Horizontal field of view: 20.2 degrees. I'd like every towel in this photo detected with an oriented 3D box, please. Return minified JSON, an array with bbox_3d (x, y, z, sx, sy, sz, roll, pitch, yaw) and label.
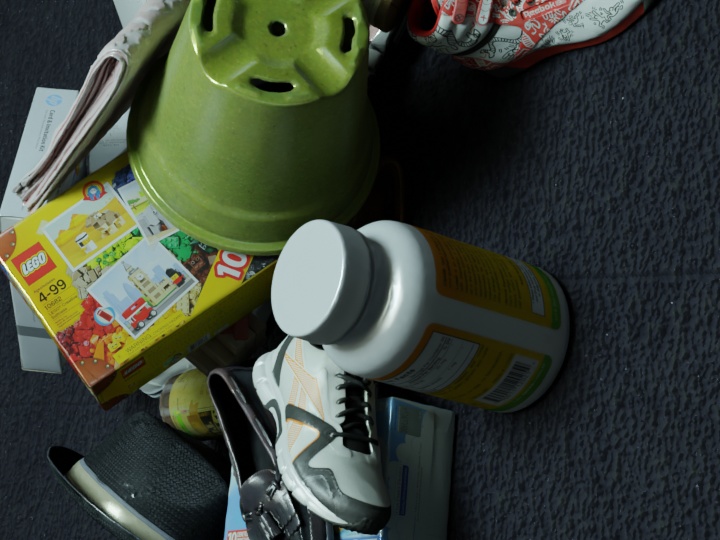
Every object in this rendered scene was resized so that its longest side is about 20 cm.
[{"bbox_3d":[-0.188,-0.156,1.596,0.191,0.032,0.200,-48,7,39],"label":"towel"}]

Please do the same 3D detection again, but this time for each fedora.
[{"bbox_3d":[-0.160,0.179,1.658,0.092,0.201,0.201,-54,37,-1],"label":"fedora"}]

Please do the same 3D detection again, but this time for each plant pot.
[{"bbox_3d":[-0.070,-0.138,1.504,0.184,0.200,0.200,111,160,-66],"label":"plant pot"}]

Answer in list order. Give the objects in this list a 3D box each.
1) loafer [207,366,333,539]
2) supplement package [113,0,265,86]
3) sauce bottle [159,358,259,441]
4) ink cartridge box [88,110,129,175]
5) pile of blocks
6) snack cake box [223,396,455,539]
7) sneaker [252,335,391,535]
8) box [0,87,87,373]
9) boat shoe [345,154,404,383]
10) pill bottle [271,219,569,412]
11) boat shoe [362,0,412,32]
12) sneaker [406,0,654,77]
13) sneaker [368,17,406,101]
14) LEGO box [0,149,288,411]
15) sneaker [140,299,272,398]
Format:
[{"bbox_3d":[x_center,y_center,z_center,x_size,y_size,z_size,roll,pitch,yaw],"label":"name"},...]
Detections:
[{"bbox_3d":[-0.074,0.156,1.520,0.072,0.063,0.200,-46,43,32],"label":"loafer"},{"bbox_3d":[-0.149,-0.254,1.750,0.121,0.120,0.200,29,140,65],"label":"supplement package"},{"bbox_3d":[-0.090,0.104,1.674,0.200,0.065,0.065,-14,66,52],"label":"sauce bottle"},{"bbox_3d":[-0.216,-0.035,1.806,0.200,0.050,0.161,-106,13,-57],"label":"ink cartridge box"},{"bbox_3d":[-0.143,-0.007,1.662,0.062,0.082,0.200,104,145,-58],"label":"pile of blocks"},{"bbox_3d":[-0.019,0.168,1.553,0.200,0.067,0.115,-15,66,49],"label":"snack cake box"},{"bbox_3d":[-0.021,0.106,1.464,0.080,0.074,0.200,-51,41,23],"label":"sneaker"},{"bbox_3d":[-0.268,-0.034,1.744,0.200,0.041,0.156,91,-175,-48],"label":"box"},{"bbox_3d":[0.000,0.000,1.589,0.068,0.072,0.200,-23,56,48],"label":"boat shoe"},{"bbox_3d":[0.040,0.028,1.416,0.111,0.200,0.111,-24,58,46],"label":"pill bottle"},{"bbox_3d":[0.025,-0.242,1.571,0.074,0.066,0.200,-63,-5,21],"label":"boat shoe"},{"bbox_3d":[0.123,-0.204,1.476,0.201,0.108,0.067,-24,59,46],"label":"sneaker"},{"bbox_3d":[-0.047,-0.162,1.664,0.200,0.115,0.076,-63,-6,-3],"label":"sneaker"},{"bbox_3d":[-0.166,-0.010,1.595,0.200,0.077,0.149,-35,74,-11],"label":"LEGO box"},{"bbox_3d":[-0.149,0.052,1.766,0.200,0.071,0.073,-42,47,36],"label":"sneaker"}]
